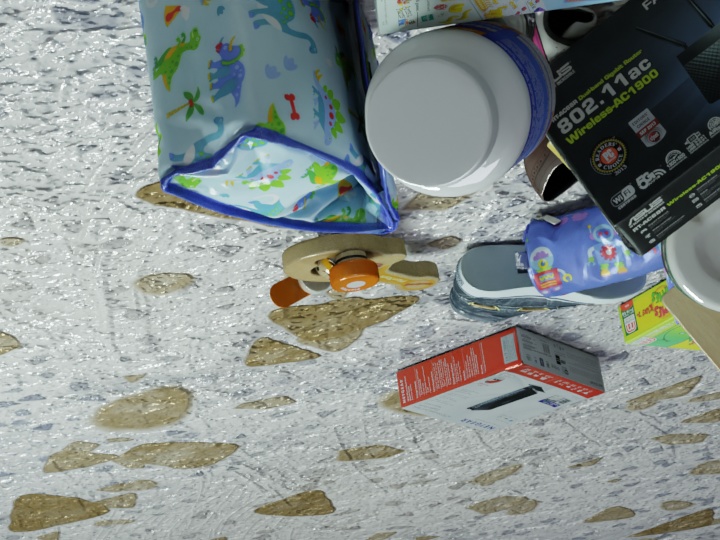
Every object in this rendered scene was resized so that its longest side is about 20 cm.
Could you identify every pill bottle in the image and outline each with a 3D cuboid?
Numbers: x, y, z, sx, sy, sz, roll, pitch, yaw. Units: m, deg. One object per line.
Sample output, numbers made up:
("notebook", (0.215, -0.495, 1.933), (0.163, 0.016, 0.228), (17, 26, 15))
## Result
("pill bottle", (0.066, -0.111, 1.164), (0.112, 0.112, 0.200), (-15, -174, 16))
("pill bottle", (0.323, -0.021, 1.513), (0.113, 0.113, 0.200), (-12, 179, 8))

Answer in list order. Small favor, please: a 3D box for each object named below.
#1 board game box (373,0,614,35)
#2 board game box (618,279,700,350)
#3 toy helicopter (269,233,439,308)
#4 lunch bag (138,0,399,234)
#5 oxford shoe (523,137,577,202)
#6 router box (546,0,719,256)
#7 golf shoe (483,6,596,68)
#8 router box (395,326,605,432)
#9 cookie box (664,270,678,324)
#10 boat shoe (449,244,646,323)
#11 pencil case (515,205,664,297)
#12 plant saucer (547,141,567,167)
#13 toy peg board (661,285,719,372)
("board game box", (0.101, -0.233, 1.098), (0.199, 0.103, 0.105), (-8, 159, -1))
("board game box", (0.410, 0.053, 1.992), (0.200, 0.048, 0.102), (7, 153, -33))
("toy helicopter", (0.000, 0.000, 1.674), (0.132, 0.079, 0.200), (-24, 157, 35))
("lunch bag", (-0.047, -0.125, 1.221), (0.127, 0.170, 0.200), (-22, 154, 32))
("oxford shoe", (0.218, -0.125, 1.444), (0.071, 0.073, 0.200), (11, 147, -37))
("router box", (0.235, -0.131, 1.250), (0.200, 0.150, 0.062), (-38, 144, 10))
("golf shoe", (0.147, -0.164, 1.327), (0.092, 0.073, 0.200), (-19, 156, 19))
("router box", (0.174, 0.137, 2.107), (0.179, 0.049, 0.200), (-23, 154, 32))
("cookie box", (0.419, -0.021, 1.774), (0.199, 0.075, 0.171), (-11, 158, 4))
("boat shoe", (0.192, 0.012, 1.790), (0.200, 0.071, 0.091), (2, 158, -7))
("pencil case", (0.253, -0.035, 1.681), (0.200, 0.087, 0.078), (-15, -159, 18))
("plant saucer", (0.268, -0.122, 1.393), (0.200, 0.048, 0.200), (-40, 154, 9))
("toy peg board", (0.427, 0.041, 1.648), (0.199, 0.200, 0.098), (-40, 174, 5))
